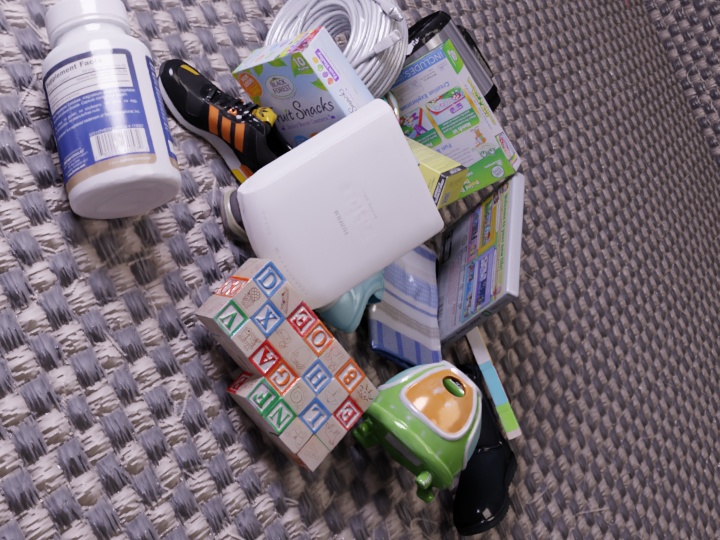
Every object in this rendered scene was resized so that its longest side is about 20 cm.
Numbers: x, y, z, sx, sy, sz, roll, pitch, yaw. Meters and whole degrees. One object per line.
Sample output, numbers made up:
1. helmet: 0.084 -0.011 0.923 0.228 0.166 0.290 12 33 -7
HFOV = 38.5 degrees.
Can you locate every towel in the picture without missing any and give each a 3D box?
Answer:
1. towel: 0.059 0.036 1.379 0.146 0.024 0.202 30 49 -42

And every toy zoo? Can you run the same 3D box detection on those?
1. toy zoo: 0.181 0.141 1.463 0.131 0.020 0.202 42 26 -78

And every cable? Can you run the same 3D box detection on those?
1. cable: -0.034 -0.286 1.319 0.069 0.200 0.201 28 26 -50

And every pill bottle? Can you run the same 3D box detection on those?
1. pill bottle: -0.250 -0.162 1.015 0.110 0.110 0.202 1 70 -54

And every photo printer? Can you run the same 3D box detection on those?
1. photo printer: -0.025 -0.065 1.115 0.168 0.199 0.069 64 -13 -23

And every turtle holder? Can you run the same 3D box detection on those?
1. turtle holder: 0.082 0.187 1.217 0.132 0.140 0.186 -48 143 -14

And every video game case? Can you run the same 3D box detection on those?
1. video game case: 0.161 -0.011 1.415 0.022 0.182 0.202 24 53 -20

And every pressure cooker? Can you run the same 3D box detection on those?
1. pressure cooker: 0.107 -0.254 1.517 0.201 0.178 0.176 53 36 -13

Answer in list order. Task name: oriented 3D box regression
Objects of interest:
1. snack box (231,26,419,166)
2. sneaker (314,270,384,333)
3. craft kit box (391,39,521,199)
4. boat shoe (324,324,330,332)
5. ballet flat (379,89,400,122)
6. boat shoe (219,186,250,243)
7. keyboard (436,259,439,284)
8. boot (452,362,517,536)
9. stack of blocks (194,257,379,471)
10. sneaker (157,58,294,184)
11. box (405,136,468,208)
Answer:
1. snack box: -0.040 -0.176 1.199 0.201 0.141 0.053 53 58 -26
2. sneaker: 0.000 0.000 1.309 0.082 0.074 0.201 50 49 -22
3. craft kit box: 0.089 -0.185 1.428 0.199 0.199 0.049 58 33 -13
4. boat shoe: -0.062 0.094 1.173 0.202 0.063 0.074 55 33 -20
5. ballet flat: 0.001 -0.228 1.362 0.071 0.070 0.199 3 24 -46
6. boat shoe: -0.078 -0.060 1.229 0.199 0.073 0.075 7 65 -53
7. keyboard: 0.068 0.022 1.437 0.128 0.020 0.200 63 32 -6
8. boot: 0.138 0.228 1.356 0.169 0.076 0.200 64 26 -11
9. stack of blocks: -0.085 0.099 1.091 0.115 0.058 0.201 -46 113 -19
10. sneaker: -0.143 -0.179 1.195 0.200 0.089 0.070 47 38 -27
11. box: 0.039 -0.151 1.367 0.199 0.051 0.075 29 27 19
